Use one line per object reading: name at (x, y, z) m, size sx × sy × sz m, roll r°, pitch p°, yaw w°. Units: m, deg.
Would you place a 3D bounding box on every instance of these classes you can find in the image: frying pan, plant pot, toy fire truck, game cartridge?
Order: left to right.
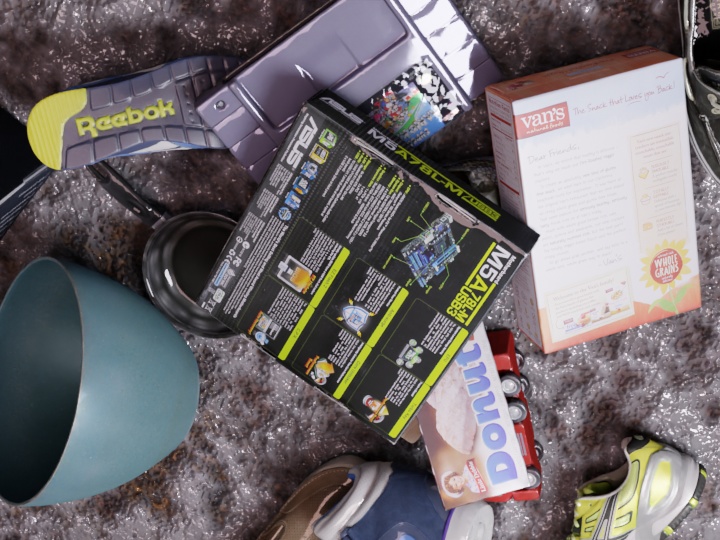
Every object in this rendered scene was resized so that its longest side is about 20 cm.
plant pot at (-0.214, 0.098, 1.100) m, size 0.135 × 0.200 × 0.200 m, roll 11°, pitch 123°, yaw -36°
frying pan at (-0.159, -0.014, 1.107) m, size 0.190 × 0.031 × 0.115 m, roll 27°, pitch 116°, yaw 2°
game cartridge at (-0.007, -0.134, 0.991) m, size 0.200 × 0.038 × 0.130 m, roll -35°, pitch 111°, yaw 11°
toy fire truck at (0.070, 0.108, 1.109) m, size 0.141 × 0.049 × 0.200 m, roll -8°, pitch 113°, yaw 15°

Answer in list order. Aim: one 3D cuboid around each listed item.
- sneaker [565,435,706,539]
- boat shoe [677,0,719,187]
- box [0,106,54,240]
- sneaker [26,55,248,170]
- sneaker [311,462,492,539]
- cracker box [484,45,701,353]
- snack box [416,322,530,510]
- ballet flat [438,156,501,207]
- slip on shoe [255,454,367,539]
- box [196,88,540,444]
sneaker at (0.205, 0.221, 1.130) m, size 0.076 × 0.075 × 0.200 m, roll 37°, pitch 105°, yaw 1°
boat shoe at (0.261, -0.139, 0.950) m, size 0.071 × 0.064 × 0.200 m, roll -12°, pitch 112°, yaw 16°
box at (-0.368, -0.029, 1.047) m, size 0.124 × 0.200 × 0.197 m, roll 38°, pitch 115°, yaw -6°
sneaker at (-0.157, -0.127, 1.038) m, size 0.200 × 0.082 × 0.074 m, roll -7°, pitch 99°, yaw -7°
sneaker at (0.021, 0.261, 1.115) m, size 0.146 × 0.081 × 0.200 m, roll 16°, pitch 96°, yaw 28°
cracker box at (0.175, -0.053, 0.984) m, size 0.134 × 0.058 × 0.200 m, roll -15°, pitch 114°, yaw -12°
snack box at (0.071, 0.082, 1.046) m, size 0.072 × 0.024 × 0.200 m, roll -17°, pitch 90°, yaw 0°
ballet flat at (0.032, -0.048, 1.034) m, size 0.200 × 0.072 × 0.072 m, roll -9°, pitch 112°, yaw 15°
slip on shoe at (-0.055, 0.247, 1.190) m, size 0.076 × 0.061 × 0.200 m, roll 42°, pitch 115°, yaw -9°
box at (0.000, 0.000, 0.982) m, size 0.193 × 0.048 × 0.200 m, roll 33°, pitch 120°, yaw 3°
